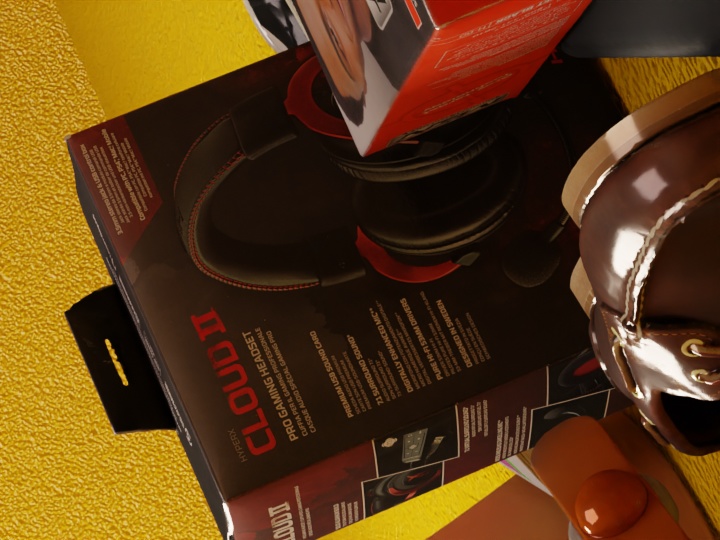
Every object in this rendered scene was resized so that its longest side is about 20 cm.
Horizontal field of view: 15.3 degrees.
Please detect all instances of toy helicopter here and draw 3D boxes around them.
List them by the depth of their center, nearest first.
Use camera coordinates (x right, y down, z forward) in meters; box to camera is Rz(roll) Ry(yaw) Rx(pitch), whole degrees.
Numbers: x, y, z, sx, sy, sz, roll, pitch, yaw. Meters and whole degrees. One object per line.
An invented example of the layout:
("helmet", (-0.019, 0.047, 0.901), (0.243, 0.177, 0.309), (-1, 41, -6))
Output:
("toy helicopter", (0.120, 0.101, 0.819), (0.132, 0.079, 0.200), (47, 158, -10))

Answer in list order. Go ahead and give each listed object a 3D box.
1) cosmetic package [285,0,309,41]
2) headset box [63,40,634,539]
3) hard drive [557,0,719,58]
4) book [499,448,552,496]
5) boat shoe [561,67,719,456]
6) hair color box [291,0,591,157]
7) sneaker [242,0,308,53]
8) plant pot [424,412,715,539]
("cosmetic package", (-0.028, -0.189, 1.052), (0.105, 0.071, 0.200), (77, 168, -52))
("headset box", (0.000, 0.000, 0.922), (0.075, 0.200, 0.149), (85, 162, -65))
("hard drive", (0.069, -0.126, 0.727), (0.200, 0.033, 0.140), (-156, 44, -79))
("book", (0.014, 0.017, 1.087), (0.134, 0.048, 0.200), (53, 168, -27))
("boat shoe", (0.100, 0.003, 0.753), (0.200, 0.070, 0.070), (68, 178, -74))
("hair color box", (0.016, -0.104, 0.796), (0.200, 0.061, 0.102), (121, 126, -81))
("sneaker", (0.015, -0.093, 1.075), (0.200, 0.073, 0.112), (59, 168, 3))
("plant pot", (0.078, 0.174, 1.093), (0.200, 0.140, 0.200), (159, 90, -81))
